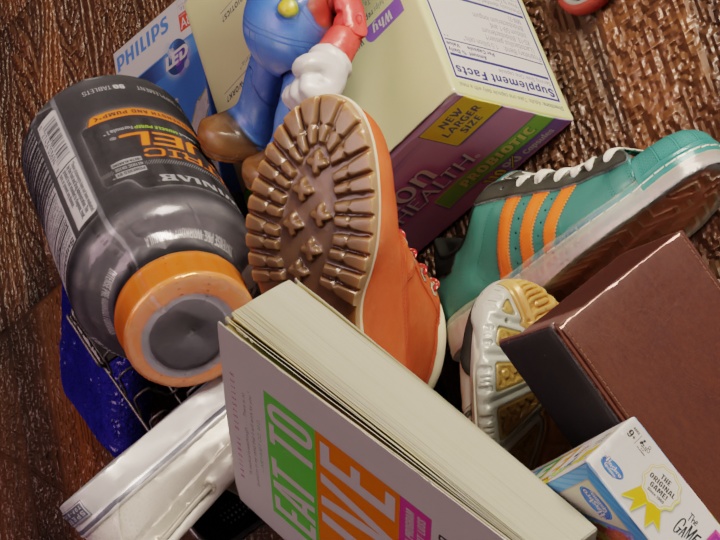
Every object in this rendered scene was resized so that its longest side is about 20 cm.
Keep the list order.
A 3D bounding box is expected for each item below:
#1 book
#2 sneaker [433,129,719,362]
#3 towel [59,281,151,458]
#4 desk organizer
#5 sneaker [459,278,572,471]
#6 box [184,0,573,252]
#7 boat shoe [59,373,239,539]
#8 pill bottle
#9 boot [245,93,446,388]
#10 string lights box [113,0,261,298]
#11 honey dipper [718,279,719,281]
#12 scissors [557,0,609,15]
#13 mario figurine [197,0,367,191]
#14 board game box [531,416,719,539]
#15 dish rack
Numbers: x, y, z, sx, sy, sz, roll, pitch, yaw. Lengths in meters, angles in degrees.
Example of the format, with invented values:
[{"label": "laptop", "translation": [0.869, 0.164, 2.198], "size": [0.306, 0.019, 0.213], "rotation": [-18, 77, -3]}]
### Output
[{"label": "book", "translation": [0.017, 0.112, 0.720], "size": [0.200, 0.048, 0.134], "rotation": [35, 140, 34]}, {"label": "sneaker", "translation": [0.103, -0.028, 0.813], "size": [0.200, 0.071, 0.080], "rotation": [-38, 62, 41]}, {"label": "towel", "translation": [-0.181, 0.016, 1.088], "size": [0.148, 0.049, 0.201], "rotation": [-141, 49, -67]}, {"label": "desk organizer", "translation": [0.158, 0.087, 0.696], "size": [0.200, 0.077, 0.072], "rotation": [54, 164, -1]}, {"label": "sneaker", "translation": [0.073, 0.103, 0.800], "size": [0.088, 0.075, 0.201], "rotation": [4, 107, 56]}, {"label": "box", "translation": [0.003, -0.124, 0.920], "size": [0.176, 0.096, 0.201], "rotation": [-41, 55, 37]}, {"label": "boat shoe", "translation": [-0.066, 0.092, 0.846], "size": [0.070, 0.200, 0.071], "rotation": [51, 145, -1]}, {"label": "pill bottle", "translation": [-0.119, -0.020, 0.872], "size": [0.107, 0.106, 0.200], "rotation": [-63, 34, 22]}, {"label": "boot", "translation": [0.000, 0.000, 0.817], "size": [0.075, 0.107, 0.201], "rotation": [14, 115, 33]}, {"label": "string lights box", "translation": [-0.106, -0.076, 1.065], "size": [0.103, 0.059, 0.201], "rotation": [-30, 64, 43]}, {"label": "honey dipper", "translation": [0.162, 0.104, 0.758], "size": [0.038, 0.038, 0.201], "rotation": [9, 94, 49]}, {"label": "scissors", "translation": [0.169, -0.175, 0.799], "size": [0.200, 0.014, 0.074], "rotation": [0, 84, 50]}, {"label": "mario figurine", "translation": [-0.048, -0.145, 0.824], "size": [0.123, 0.106, 0.201], "rotation": [19, 110, 13]}, {"label": "board game box", "translation": [0.136, 0.170, 0.682], "size": [0.200, 0.034, 0.134], "rotation": [52, 148, 3]}, {"label": "dish rack", "translation": [-0.079, 0.050, 0.939], "size": [0.153, 0.055, 0.200], "rotation": [-35, 75, -7]}]
